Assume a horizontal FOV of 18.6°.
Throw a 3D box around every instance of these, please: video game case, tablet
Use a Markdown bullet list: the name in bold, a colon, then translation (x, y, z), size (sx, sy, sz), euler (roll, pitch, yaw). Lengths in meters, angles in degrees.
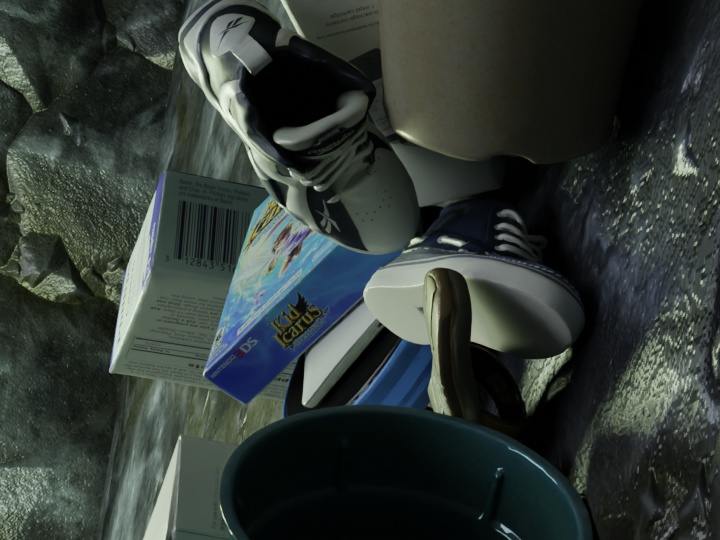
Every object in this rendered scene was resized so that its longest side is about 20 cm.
- **video game case**: translation (-0.024, -0.028, 1.540), size (0.200, 0.045, 0.182), euler (-43, 20, 38)
- **tablet**: translation (0.000, 0.000, 1.522), size (0.130, 0.014, 0.200), euler (-49, 19, 22)

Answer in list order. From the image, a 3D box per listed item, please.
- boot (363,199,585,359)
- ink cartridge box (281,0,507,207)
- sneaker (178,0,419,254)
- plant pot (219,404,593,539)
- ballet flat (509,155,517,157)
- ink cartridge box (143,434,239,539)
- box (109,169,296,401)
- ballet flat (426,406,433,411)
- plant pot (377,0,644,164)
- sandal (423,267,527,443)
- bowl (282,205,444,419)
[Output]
- **boot**: translation (0.083, -0.005, 1.322), size (0.090, 0.073, 0.200), euler (-49, 26, -21)
- **ink cartridge box**: translation (0.028, -0.161, 1.402), size (0.146, 0.084, 0.200), euler (-78, -32, -46)
- **sneaker**: translation (-0.020, -0.072, 1.297), size (0.079, 0.200, 0.130), euler (-36, 25, -4)
- **plant pot**: translation (0.012, 0.208, 1.205), size (0.201, 0.199, 0.197), euler (-100, 16, -60)
- **ballet flat**: translation (0.106, -0.165, 1.384), size (0.074, 0.074, 0.201), euler (117, 157, -53)
- **ink cartridge box**: translation (-0.037, 0.193, 1.381), size (0.083, 0.199, 0.147), euler (-90, 17, -46)
- **box**: translation (-0.109, 0.018, 1.918), size (0.200, 0.183, 0.105), euler (121, 156, -57)
- **ballet flat**: translation (0.000, 0.124, 1.567), size (0.201, 0.072, 0.072), euler (118, 160, -57)
- **plant pot**: translation (0.083, -0.166, 1.234), size (0.201, 0.199, 0.184), euler (-107, 20, -66)
- **sandal**: translation (0.071, 0.074, 1.293), size (0.201, 0.054, 0.081), euler (82, 175, -46)
- **bowl**: translation (0.015, 0.043, 1.491), size (0.201, 0.039, 0.201), euler (-49, 18, 22)
